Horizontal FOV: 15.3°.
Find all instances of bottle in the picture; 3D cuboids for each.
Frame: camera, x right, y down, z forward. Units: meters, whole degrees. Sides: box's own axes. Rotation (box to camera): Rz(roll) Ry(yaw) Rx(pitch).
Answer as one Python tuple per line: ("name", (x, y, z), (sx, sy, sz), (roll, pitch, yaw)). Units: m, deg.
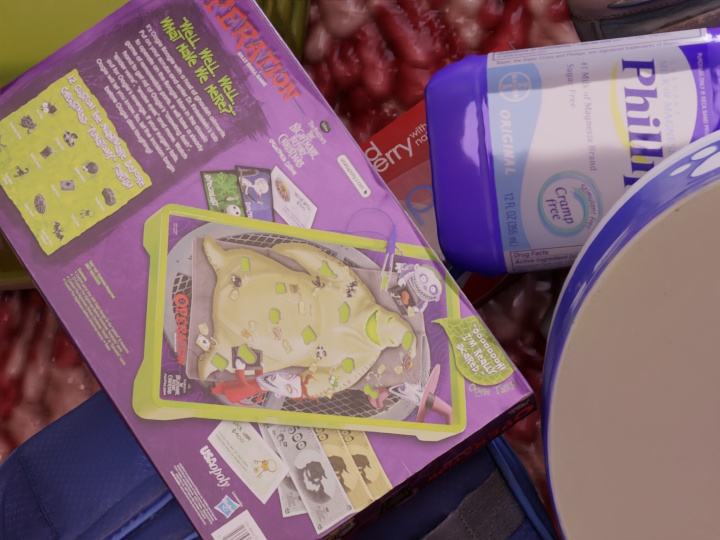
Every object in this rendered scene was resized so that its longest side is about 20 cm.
("bottle", (0.125, -0.047, 0.982), (0.198, 0.065, 0.084), (-5, 89, 8))

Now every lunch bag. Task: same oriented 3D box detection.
("lunch bag", (-0.035, 0.108, 0.971), (0.199, 0.136, 0.132), (-36, 32, -3))

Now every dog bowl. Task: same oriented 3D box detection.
("dog bowl", (0.161, 0.049, 0.922), (0.198, 0.079, 0.202), (1, 101, 5))

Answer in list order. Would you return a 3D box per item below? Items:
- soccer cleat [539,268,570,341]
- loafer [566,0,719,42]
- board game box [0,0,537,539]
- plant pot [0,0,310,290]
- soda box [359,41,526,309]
("soccer cleat", (0.159, -0.024, 1.047), (0.200, 0.069, 0.078), (-40, 99, 3))
("loafer", (0.172, -0.141, 1.063), (0.199, 0.063, 0.072), (-37, 32, 8))
("board game box", (-0.044, -0.001, 0.914), (0.120, 0.032, 0.201), (-35, 72, 0))
("plant pot", (-0.122, -0.097, 1.061), (0.197, 0.200, 0.183), (-4, 75, 8))
("soda box", (0.000, 0.000, 1.065), (0.199, 0.070, 0.064), (-35, 68, -3))
